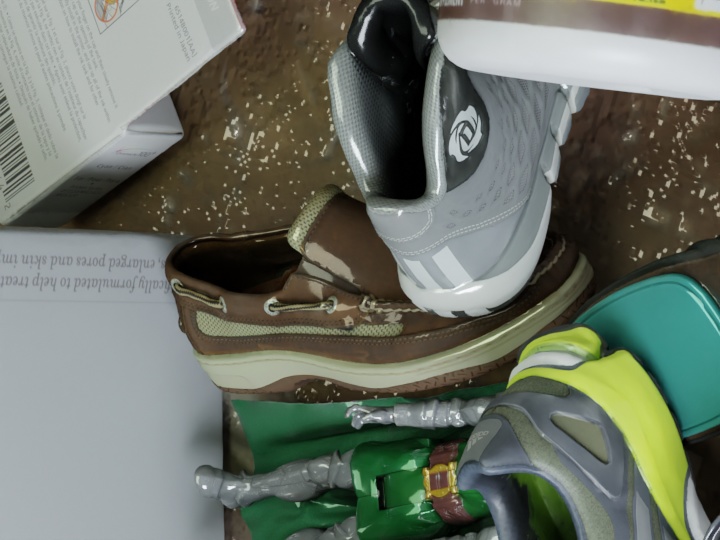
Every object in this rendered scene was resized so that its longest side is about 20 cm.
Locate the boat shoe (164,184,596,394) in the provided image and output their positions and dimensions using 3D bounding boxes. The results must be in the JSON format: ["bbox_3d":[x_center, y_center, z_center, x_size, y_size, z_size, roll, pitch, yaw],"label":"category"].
[{"bbox_3d":[-0.003,0.004,0.891,0.202,0.075,0.075,-11,119,38],"label":"boat shoe"}]

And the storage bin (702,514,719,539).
[{"bbox_3d":[0.219,0.141,0.713,0.135,0.094,0.201,-39,65,31],"label":"storage bin"}]

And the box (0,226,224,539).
[{"bbox_3d":[-0.169,0.083,0.956,0.130,0.199,0.201,-1,88,38],"label":"box"}]

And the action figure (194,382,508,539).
[{"bbox_3d":[0.021,0.090,0.901,0.199,0.055,0.119,-17,76,33],"label":"action figure"}]

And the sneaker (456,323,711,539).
[{"bbox_3d":[0.096,0.123,0.790,0.074,0.081,0.200,-28,96,50],"label":"sneaker"}]

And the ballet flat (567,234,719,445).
[{"bbox_3d":[0.147,0.012,0.782,0.200,0.068,0.068,-35,77,50],"label":"ballet flat"}]

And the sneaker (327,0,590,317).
[{"bbox_3d":[0.040,-0.093,0.814,0.075,0.116,0.201,-1,65,26],"label":"sneaker"}]

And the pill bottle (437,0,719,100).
[{"bbox_3d":[0.089,-0.161,0.724,0.109,0.109,0.201,10,94,38],"label":"pill bottle"}]

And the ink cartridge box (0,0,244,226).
[{"bbox_3d":[-0.130,-0.148,1.021,0.176,0.045,0.201,-33,70,34],"label":"ink cartridge box"}]
